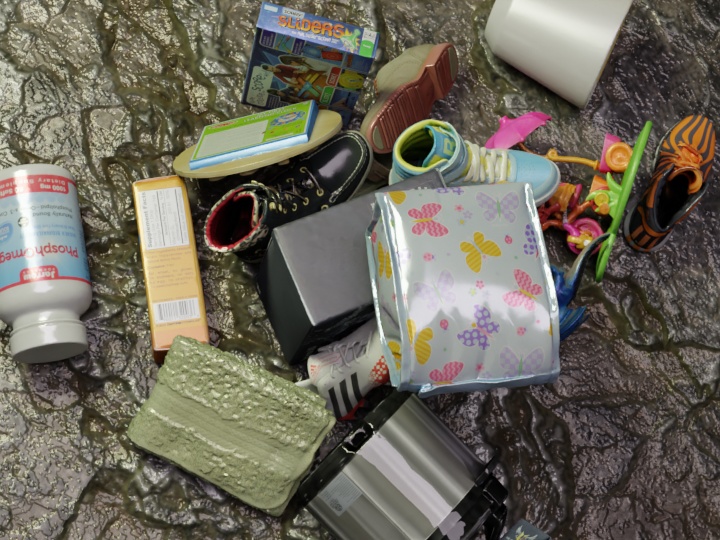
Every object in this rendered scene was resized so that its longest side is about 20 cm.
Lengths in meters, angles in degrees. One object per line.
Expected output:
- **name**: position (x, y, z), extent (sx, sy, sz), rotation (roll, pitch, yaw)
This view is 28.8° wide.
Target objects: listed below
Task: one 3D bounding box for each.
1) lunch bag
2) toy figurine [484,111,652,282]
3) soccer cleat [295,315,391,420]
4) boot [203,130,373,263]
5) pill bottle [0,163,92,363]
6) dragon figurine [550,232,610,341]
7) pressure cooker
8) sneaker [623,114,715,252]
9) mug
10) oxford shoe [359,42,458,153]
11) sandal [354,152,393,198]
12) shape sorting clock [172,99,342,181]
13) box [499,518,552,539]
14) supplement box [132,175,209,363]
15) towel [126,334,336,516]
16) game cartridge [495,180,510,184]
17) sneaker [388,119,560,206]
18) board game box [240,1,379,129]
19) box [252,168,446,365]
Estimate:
- **lunch bag**: position (0.099, 0.026, 1.393), extent (0.168, 0.127, 0.201), rotation (-6, 65, -10)
- **toy figurine**: position (0.233, -0.108, 1.685), extent (0.183, 0.150, 0.202), rotation (18, 95, 10)
- **soccer cleat**: position (-0.010, 0.100, 1.520), extent (0.085, 0.200, 0.069), rotation (14, 52, -18)
- **boot**: position (-0.079, -0.082, 1.552), extent (0.203, 0.154, 0.074), rotation (-40, 82, 8)
- **pill bottle**: position (-0.353, -0.006, 1.535), extent (0.108, 0.109, 0.202), rotation (-9, 75, -13)
- **dragon figurine**: position (0.230, 0.047, 1.630), extent (0.199, 0.059, 0.100), rotation (-36, 73, 5)
- **pressure cooker**: position (0.051, 0.248, 1.494), extent (0.200, 0.176, 0.179), rotation (44, 68, 5)
- **sneaker**: position (0.397, -0.117, 1.704), extent (0.077, 0.112, 0.201), rotation (28, 70, -1)
- **mug**: position (0.241, -0.299, 1.738), extent (0.152, 0.187, 0.150), rotation (24, 103, 7)
- **oxford shoe**: position (0.045, -0.205, 1.676), extent (0.073, 0.071, 0.200), rotation (10, 40, 31)
- **sandal**: position (0.025, -0.137, 1.671), extent (0.199, 0.057, 0.080), rotation (-17, 77, -15)
- **shape sorting clock**: position (-0.116, -0.142, 1.588), extent (0.199, 0.200, 0.040), rotation (-24, 114, -16)
- **box**: position (0.163, 0.386, 1.480), extent (0.157, 0.051, 0.201), rotation (-39, 125, -20)
- **supplement box**: position (-0.214, -0.002, 1.582), extent (0.068, 0.067, 0.202), rotation (-5, 74, -9)
- **towel**: position (-0.141, 0.168, 1.525), extent (0.199, 0.037, 0.149), rotation (27, 101, -3)
- **game cartridge**: position (0.139, 0.017, 1.569), extent (0.032, 0.200, 0.178), rotation (9, 71, -3)
- **sneaker**: position (0.127, -0.118, 1.576), extent (0.198, 0.131, 0.080), rotation (-2, 69, 5)
- **board game box**: position (-0.062, -0.231, 1.609), extent (0.134, 0.200, 0.035), rotation (14, 71, -6)
- **box**: position (0.000, 0.000, 1.551), extent (0.199, 0.197, 0.118), rotation (-21, 79, -15)
